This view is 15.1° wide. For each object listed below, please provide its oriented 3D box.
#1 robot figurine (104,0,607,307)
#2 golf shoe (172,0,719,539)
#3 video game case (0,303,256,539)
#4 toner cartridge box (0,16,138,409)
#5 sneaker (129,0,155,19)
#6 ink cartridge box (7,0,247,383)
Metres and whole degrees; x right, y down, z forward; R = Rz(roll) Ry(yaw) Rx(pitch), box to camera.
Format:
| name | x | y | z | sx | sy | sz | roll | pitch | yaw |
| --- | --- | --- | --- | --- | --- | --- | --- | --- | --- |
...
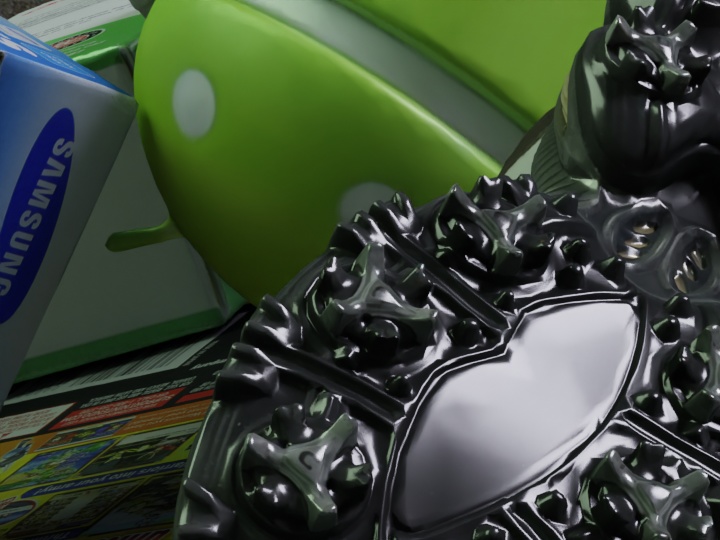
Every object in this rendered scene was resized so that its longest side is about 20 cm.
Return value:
| name | x | y | z | sx | sy | sz | roll | pitch | yaw |
| --- | --- | --- | --- | --- | --- | --- | --- | --- | --- |
| robot figurine | 0.031 | -0.066 | 0.589 | 0.200 | 0.175 | 0.116 | -56 | -22 | -6 |
| golf shoe | 0.028 | 0.025 | 0.447 | 0.200 | 0.078 | 0.095 | -42 | -14 | -48 |
| video game case | -0.052 | 0.051 | 0.656 | 0.200 | 0.026 | 0.181 | -13 | 16 | 38 |
| toner cartridge box | -0.129 | 0.032 | 0.591 | 0.043 | 0.095 | 0.200 | 17 | -78 | -49 |
| sneaker | 0.027 | -0.126 | 0.690 | 0.200 | 0.076 | 0.081 | -28 | 6 | 11 |
| ink cartridge box | -0.075 | -0.038 | 0.818 | 0.146 | 0.084 | 0.200 | -16 | 13 | 25 |
